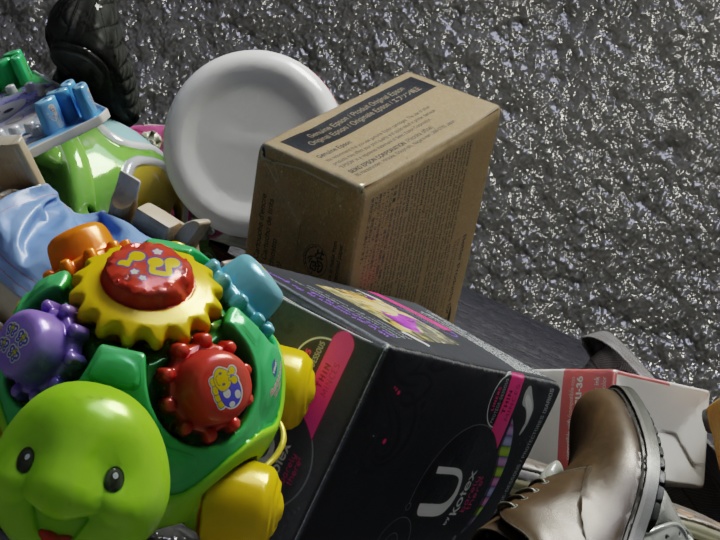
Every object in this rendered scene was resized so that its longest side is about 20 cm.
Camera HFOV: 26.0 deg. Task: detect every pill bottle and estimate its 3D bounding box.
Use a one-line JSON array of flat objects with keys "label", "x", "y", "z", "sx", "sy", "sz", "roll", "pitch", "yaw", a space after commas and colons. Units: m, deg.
[{"label": "pill bottle", "x": -0.063, "y": -0.080, "z": 1.047, "sx": 0.115, "sy": 0.117, "sz": 0.200, "roll": 23, "pitch": 2, "yaw": 1}]

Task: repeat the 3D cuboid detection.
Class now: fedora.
[{"label": "fedora", "x": 0.197, "y": 0.140, "z": 1.133, "sx": 0.201, "sy": 0.090, "sz": 0.177, "roll": 54, "pitch": -1, "yaw": 42}]

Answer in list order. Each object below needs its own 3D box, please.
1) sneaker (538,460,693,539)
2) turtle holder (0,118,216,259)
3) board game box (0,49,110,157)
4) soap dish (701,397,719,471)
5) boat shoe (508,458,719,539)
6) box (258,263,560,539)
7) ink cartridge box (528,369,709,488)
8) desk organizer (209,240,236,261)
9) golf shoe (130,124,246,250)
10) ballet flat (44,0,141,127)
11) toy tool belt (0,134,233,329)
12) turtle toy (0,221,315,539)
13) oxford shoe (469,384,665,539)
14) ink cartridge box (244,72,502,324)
[{"label": "sneaker", "x": 0.168, "y": 0.169, "z": 0.849, "sx": 0.198, "sy": 0.093, "sz": 0.076, "roll": 23, "pitch": 4, "yaw": -18}, {"label": "turtle holder", "x": -0.178, "y": -0.044, "z": 1.035, "sx": 0.131, "sy": 0.143, "sz": 0.185, "roll": -2, "pitch": -9, "yaw": -40}, {"label": "board game box", "x": -0.270, "y": -0.076, "z": 0.953, "sx": 0.200, "sy": 0.199, "sz": 0.026, "roll": 29, "pitch": -36, "yaw": 61}, {"label": "soap dish", "x": 0.287, "y": 0.163, "z": 0.998, "sx": 0.080, "sy": 0.203, "sz": 0.157, "roll": -15, "pitch": -12, "yaw": 24}, {"label": "boat shoe", "x": 0.155, "y": 0.168, "z": 0.924, "sx": 0.198, "sy": 0.074, "sz": 0.074, "roll": 18, "pitch": -1, "yaw": 3}, {"label": "box", "x": 0.002, "y": 0.081, "z": 0.819, "sx": 0.105, "sy": 0.123, "sz": 0.199, "roll": 29, "pitch": 7, "yaw": 32}, {"label": "ink cartridge box", "x": 0.119, "y": 0.104, "z": 1.048, "sx": 0.199, "sy": 0.068, "sz": 0.116, "roll": -4, "pitch": -13, "yaw": 43}, {"label": "desk organizer", "x": -0.115, "y": 0.017, "z": 1.207, "sx": 0.199, "sy": 0.078, "sz": 0.071, "roll": 28, "pitch": 7, "yaw": 38}, {"label": "golf shoe", "x": -0.102, "y": -0.049, "z": 1.192, "sx": 0.198, "sy": 0.076, "sz": 0.091, "roll": 25, "pitch": -10, "yaw": -11}, {"label": "ballet flat", "x": -0.173, "y": -0.138, "z": 1.043, "sx": 0.066, "sy": 0.057, "sz": 0.200, "roll": 21, "pitch": -11, "yaw": -3}, {"label": "toy tool belt", "x": -0.133, "y": 0.011, "z": 0.856, "sx": 0.198, "sy": 0.124, "sz": 0.125, "roll": 25, "pitch": 31, "yaw": 13}, {"label": "turtle toy", "x": -0.095, "y": 0.051, "z": 0.641, "sx": 0.144, "sy": 0.102, "sz": 0.201, "roll": 11, "pitch": 37, "yaw": 2}, {"label": "oxford shoe", "x": 0.099, "y": 0.120, "z": 0.751, "sx": 0.083, "sy": 0.073, "sz": 0.201, "roll": 18, "pitch": 38, "yaw": 2}, {"label": "ink cartridge box", "x": 0.000, "y": 0.000, "z": 0.944, "sx": 0.075, "sy": 0.202, "sz": 0.164, "roll": 24, "pitch": 31, "yaw": 23}]
